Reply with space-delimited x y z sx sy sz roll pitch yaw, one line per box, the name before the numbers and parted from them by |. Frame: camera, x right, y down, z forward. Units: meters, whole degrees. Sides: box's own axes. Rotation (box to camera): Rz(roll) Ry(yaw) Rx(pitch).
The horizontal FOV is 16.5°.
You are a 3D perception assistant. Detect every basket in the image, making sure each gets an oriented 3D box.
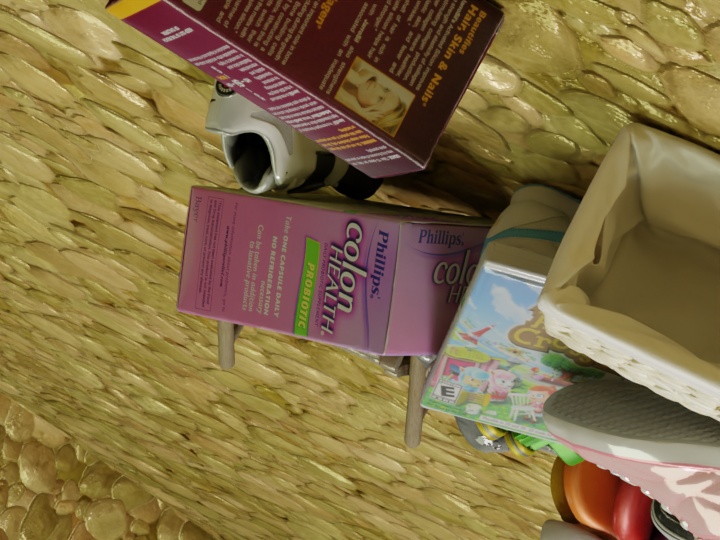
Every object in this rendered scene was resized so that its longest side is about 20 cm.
basket | 0.223 0.017 1.557 0.200 0.136 0.123 26 168 7

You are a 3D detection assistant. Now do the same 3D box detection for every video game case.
video game case | 0.157 0.065 1.701 0.200 0.022 0.182 16 142 -4

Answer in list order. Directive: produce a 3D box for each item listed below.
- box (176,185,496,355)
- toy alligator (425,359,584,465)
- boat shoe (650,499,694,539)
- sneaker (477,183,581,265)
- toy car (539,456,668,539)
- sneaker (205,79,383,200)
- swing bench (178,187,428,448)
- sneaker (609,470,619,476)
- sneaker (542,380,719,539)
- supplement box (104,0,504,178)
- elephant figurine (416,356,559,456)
box | 0.000 0.000 1.818 0.200 0.097 0.176 10 -175 38
toy alligator | 0.109 0.088 1.837 0.059 0.054 0.200 -30 140 25
boat shoe | 0.278 0.160 1.728 0.200 0.071 0.064 -3 153 43
sneaker | 0.177 0.012 1.702 0.200 0.081 0.077 19 145 24
toy car | 0.255 0.195 2.054 0.200 0.175 0.150 26 164 4
sneaker | -0.055 -0.086 1.799 0.074 0.089 0.200 15 163 37
swing bench | -0.021 0.027 2.068 0.199 0.130 0.200 24 160 17
sneaker | 0.198 0.086 1.842 0.200 0.114 0.075 37 173 11
sneaker | 0.214 0.143 1.659 0.200 0.075 0.105 11 120 25
supplement box | -0.032 -0.152 1.465 0.200 0.110 0.086 32 166 -18
elephant figurine | 0.171 0.086 1.951 0.200 0.155 0.142 11 133 28
